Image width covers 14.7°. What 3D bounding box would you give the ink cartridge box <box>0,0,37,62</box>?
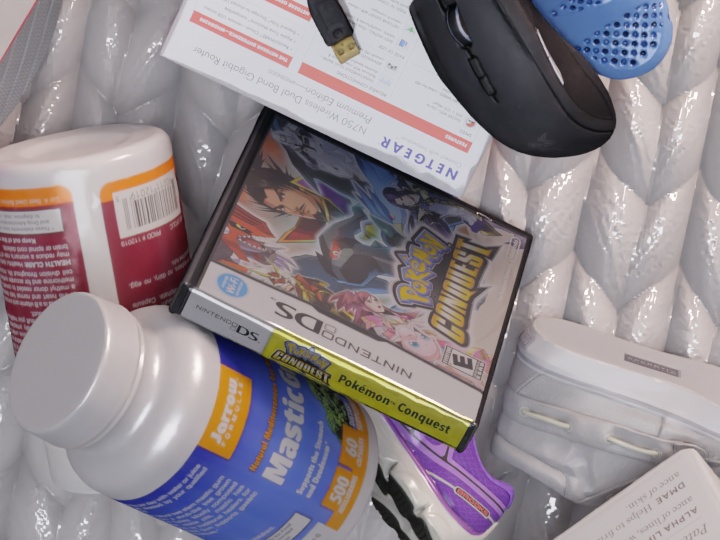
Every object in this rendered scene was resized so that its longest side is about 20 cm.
[{"bbox_3d":[-0.271,-0.210,1.573,0.200,0.083,0.147,37,104,18],"label":"ink cartridge box"}]

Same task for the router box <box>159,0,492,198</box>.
[{"bbox_3d":[0.009,-0.166,1.622,0.200,0.049,0.180,26,104,-4],"label":"router box"}]

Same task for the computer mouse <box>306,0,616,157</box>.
[{"bbox_3d":[0.045,-0.121,1.564,0.140,0.046,0.200,-14,126,35],"label":"computer mouse"}]

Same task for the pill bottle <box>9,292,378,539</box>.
[{"bbox_3d":[-0.094,0.086,1.556,0.200,0.112,0.112,29,107,-39],"label":"pill bottle"}]

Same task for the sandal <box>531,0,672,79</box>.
[{"bbox_3d":[0.103,-0.187,1.543,0.079,0.087,0.200,-37,101,9],"label":"sandal"}]

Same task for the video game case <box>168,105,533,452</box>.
[{"bbox_3d":[0.000,0.000,1.590,0.180,0.200,0.026,26,125,-3],"label":"video game case"}]

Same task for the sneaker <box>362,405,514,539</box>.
[{"bbox_3d":[0.019,0.077,1.675,0.083,0.081,0.200,-32,87,-22],"label":"sneaker"}]

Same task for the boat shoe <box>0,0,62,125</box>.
[{"bbox_3d":[-0.212,-0.176,1.631,0.062,0.072,0.201,25,101,22],"label":"boat shoe"}]

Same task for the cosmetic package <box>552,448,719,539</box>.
[{"bbox_3d":[0.197,0.249,1.612,0.165,0.200,0.165,-36,134,11],"label":"cosmetic package"}]

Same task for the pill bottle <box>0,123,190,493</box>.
[{"bbox_3d":[-0.152,0.022,1.645,0.114,0.114,0.201,-7,103,5],"label":"pill bottle"}]

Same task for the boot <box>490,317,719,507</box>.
[{"bbox_3d":[0.179,0.104,1.677,0.199,0.074,0.096,20,110,7],"label":"boot"}]
